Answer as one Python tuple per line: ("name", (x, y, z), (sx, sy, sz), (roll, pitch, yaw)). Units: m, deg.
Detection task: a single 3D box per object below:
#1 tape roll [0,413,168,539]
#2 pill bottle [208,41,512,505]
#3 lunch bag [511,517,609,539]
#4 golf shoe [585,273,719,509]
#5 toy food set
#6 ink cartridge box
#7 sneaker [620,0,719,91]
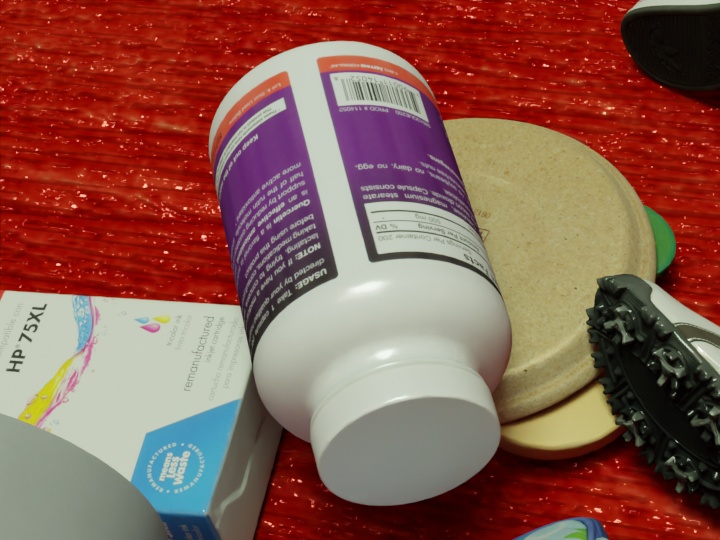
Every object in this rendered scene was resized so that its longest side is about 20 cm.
("tape roll", (-0.182, 0.128, 0.687), (0.200, 0.200, 0.066), (-2, 53, 11))
("pill bottle", (0.000, 0.000, 0.741), (0.112, 0.113, 0.200), (-15, 51, 1))
("lunch bag", (0.042, 0.178, 0.604), (0.161, 0.083, 0.200), (-32, 10, 11))
("golf shoe", (0.186, 0.068, 0.734), (0.094, 0.078, 0.200), (-32, 67, -28))
("toy food set", (0.054, 0.000, 0.833), (0.200, 0.049, 0.198), (3, 53, 16))
("ink cartridge box", (-0.144, 0.076, 0.805), (0.200, 0.067, 0.116), (3, 53, 15))
("sneaker", (0.242, -0.145, 0.862), (0.121, 0.084, 0.200), (-46, 33, -21))
